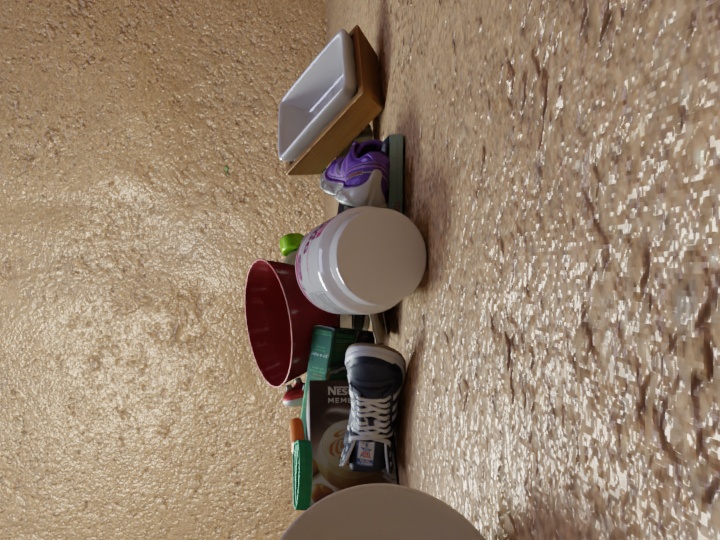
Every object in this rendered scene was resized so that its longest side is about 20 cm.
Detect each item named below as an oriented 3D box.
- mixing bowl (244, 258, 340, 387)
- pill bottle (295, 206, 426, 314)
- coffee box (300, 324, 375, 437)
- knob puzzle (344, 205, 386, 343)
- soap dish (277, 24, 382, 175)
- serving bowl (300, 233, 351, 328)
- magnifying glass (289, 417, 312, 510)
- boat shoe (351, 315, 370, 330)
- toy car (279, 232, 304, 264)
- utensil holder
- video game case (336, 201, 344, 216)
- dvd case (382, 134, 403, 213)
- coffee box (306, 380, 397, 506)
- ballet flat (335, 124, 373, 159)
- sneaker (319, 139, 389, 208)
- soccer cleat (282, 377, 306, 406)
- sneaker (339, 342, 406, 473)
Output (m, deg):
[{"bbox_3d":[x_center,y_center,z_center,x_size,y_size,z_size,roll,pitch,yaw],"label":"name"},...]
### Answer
[{"bbox_3d":[-0.100,0.074,1.206,0.200,0.107,0.203,27,121,57],"label":"mixing bowl"},{"bbox_3d":[-0.003,-0.009,0.840,0.200,0.112,0.115,168,103,-75],"label":"pill bottle"},{"bbox_3d":[-0.034,0.187,1.145,0.123,0.044,0.203,13,-95,-56],"label":"coffee box"},{"bbox_3d":[0.000,0.000,1.048,0.220,0.030,0.222,-14,-90,-86],"label":"knob puzzle"},{"bbox_3d":[-0.047,-0.257,1.191,0.200,0.081,0.159,-39,41,37],"label":"soap dish"},{"bbox_3d":[-0.040,0.024,1.364,0.200,0.065,0.202,-15,-90,-76],"label":"serving bowl"},{"bbox_3d":[-0.076,0.235,0.971,0.200,0.022,0.081,-132,46,-76],"label":"magnifying glass"},{"bbox_3d":[-0.013,0.010,1.276,0.072,0.060,0.204,100,169,-67],"label":"boat shoe"},{"bbox_3d":[-0.077,0.027,1.589,0.200,0.156,0.166,74,-177,-68],"label":"toy car"},{"bbox_3d":[0.006,0.257,0.521,0.201,0.168,0.171,103,167,-53],"label":"utensil holder"},{"bbox_3d":[-0.010,-0.054,1.156,0.200,0.019,0.144,72,-158,-62],"label":"video game case"},{"bbox_3d":[0.032,-0.094,1.017,0.200,0.022,0.148,-164,74,-85],"label":"dvd case"},{"bbox_3d":[-0.015,0.247,0.994,0.080,0.113,0.202,98,171,-48],"label":"coffee box"},{"bbox_3d":[-0.009,-0.203,1.252,0.070,0.069,0.202,101,174,-62],"label":"ballet flat"},{"bbox_3d":[0.005,-0.122,0.946,0.200,0.080,0.084,-136,63,-72],"label":"sneaker"},{"bbox_3d":[-0.048,0.204,1.221,0.199,0.068,0.086,-8,-91,-57],"label":"soccer cleat"},{"bbox_3d":[0.012,0.167,0.884,0.201,0.069,0.110,86,-168,-60],"label":"sneaker"}]
